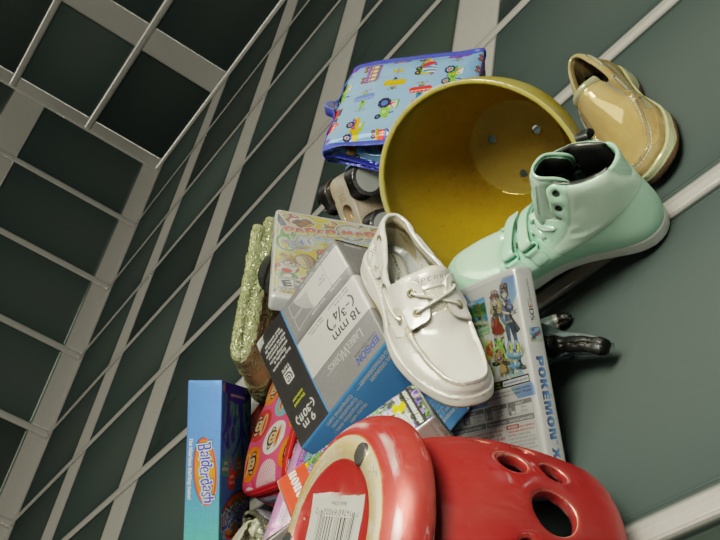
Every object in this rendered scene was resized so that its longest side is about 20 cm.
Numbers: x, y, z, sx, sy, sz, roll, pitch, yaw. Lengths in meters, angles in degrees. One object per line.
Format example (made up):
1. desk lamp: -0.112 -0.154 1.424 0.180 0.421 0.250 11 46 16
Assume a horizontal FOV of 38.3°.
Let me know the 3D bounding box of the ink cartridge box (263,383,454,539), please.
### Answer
1. ink cartridge box: -0.006 0.191 0.825 0.200 0.109 0.050 -36 36 2

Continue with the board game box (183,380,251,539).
1. board game box: -0.168 0.236 1.236 0.152 0.045 0.201 55 -145 -78

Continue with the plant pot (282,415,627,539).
1. plant pot: 0.053 0.209 0.709 0.200 0.182 0.201 -47 33 43

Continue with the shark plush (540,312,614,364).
1. shark plush: 0.145 0.048 0.905 0.083 0.091 0.200 -24 -2 -23

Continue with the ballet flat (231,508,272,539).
1. ballet flat: -0.126 0.351 1.150 0.072 0.072 0.201 -45 25 37

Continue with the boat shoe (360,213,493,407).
1. boat shoe: 0.051 0.026 0.858 0.200 0.070 0.070 -122 30 -43

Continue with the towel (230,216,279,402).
1. towel: -0.120 0.049 1.296 0.149 0.036 0.201 76 -161 -59

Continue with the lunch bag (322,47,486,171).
1. lunch bag: 0.048 -0.194 1.279 0.094 0.199 0.151 75 -154 -52

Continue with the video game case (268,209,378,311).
1. video game case: 0.000 0.000 1.146 0.182 0.199 0.023 -94 15 -58

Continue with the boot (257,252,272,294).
1. boot: -0.015 0.020 1.248 0.168 0.199 0.077 -36 -31 -75

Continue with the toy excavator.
1. toy excavator: 0.047 -0.126 1.360 0.100 0.199 0.195 -25 84 57

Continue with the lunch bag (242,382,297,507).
1. lunch bag: -0.050 0.175 1.202 0.176 0.082 0.201 -29 38 49

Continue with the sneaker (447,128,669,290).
1. sneaker: 0.143 -0.048 0.869 0.200 0.118 0.074 -21 44 25

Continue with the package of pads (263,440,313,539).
1. package of pads: -0.026 0.210 1.024 0.121 0.075 0.201 72 -149 -54

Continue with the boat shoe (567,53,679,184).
1. boat shoe: 0.228 -0.145 0.957 0.072 0.076 0.200 -52 21 21

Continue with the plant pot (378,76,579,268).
1. plant pot: 0.136 -0.100 1.002 0.200 0.200 0.142 -47 -2 32

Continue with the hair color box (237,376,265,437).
1. hair color box: -0.109 0.154 1.390 0.200 0.064 0.111 -54 22 21

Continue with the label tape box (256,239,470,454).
1. label tape box: -0.005 0.092 0.941 0.144 0.063 0.200 -53 45 25

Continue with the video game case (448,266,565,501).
1. video game case: 0.094 0.110 0.889 0.200 0.022 0.183 -28 67 57
